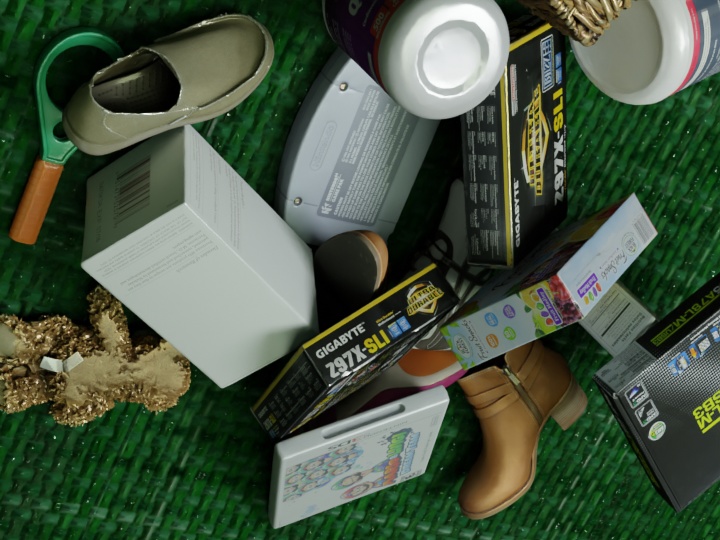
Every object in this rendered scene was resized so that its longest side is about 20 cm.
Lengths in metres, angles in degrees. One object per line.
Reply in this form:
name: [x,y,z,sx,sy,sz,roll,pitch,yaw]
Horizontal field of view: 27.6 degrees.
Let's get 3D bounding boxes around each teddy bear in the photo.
teddy bear: [-0.258,0.082,1.360,0.198,0.067,0.146,-13,114,-11]

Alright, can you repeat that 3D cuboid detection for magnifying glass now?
magnifying glass: [-0.259,-0.115,1.262,0.079,0.022,0.201,13,110,-32]

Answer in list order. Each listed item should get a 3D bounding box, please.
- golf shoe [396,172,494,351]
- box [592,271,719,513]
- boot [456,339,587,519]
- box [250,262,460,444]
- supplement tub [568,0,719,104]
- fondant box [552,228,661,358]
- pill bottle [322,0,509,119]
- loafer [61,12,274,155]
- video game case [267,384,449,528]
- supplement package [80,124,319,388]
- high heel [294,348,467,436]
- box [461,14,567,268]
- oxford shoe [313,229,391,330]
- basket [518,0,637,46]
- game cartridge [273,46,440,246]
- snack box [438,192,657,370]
golf shoe: [0.084,-0.001,1.459,0.094,0.078,0.201,-9,121,-21]
box: [0.341,0.110,1.417,0.200,0.048,0.194,-37,125,-5]
boot: [0.144,0.160,1.589,0.200,0.074,0.155,-51,129,-6]
box: [-0.008,0.081,1.384,0.159,0.050,0.200,-30,170,-26]
supplement tub: [0.302,-0.246,1.354,0.199,0.140,0.141,-26,129,-32]
fondant box: [0.266,0.051,1.500,0.144,0.200,0.058,35,100,-37]
pill bottle: [0.037,-0.212,1.231,0.112,0.200,0.113,-11,121,-19]
loafer: [-0.153,-0.159,1.226,0.199,0.068,0.076,-32,88,-22]
video game case: [-0.006,0.195,1.508,0.181,0.024,0.200,-18,155,-15]
supplement package: [-0.139,-0.011,1.301,0.117,0.117,0.200,-29,130,19]
high heel: [0.025,0.143,1.525,0.199,0.067,0.096,-22,133,-17]
box: [0.144,-0.122,1.350,0.160,0.049,0.202,-38,129,-58]
oxford shoe: [0.000,0.000,1.384,0.071,0.072,0.200,-34,171,-19]
basket: [0.174,-0.300,1.245,0.149,0.200,0.143,-47,130,5]
game cartridge: [-0.003,-0.115,1.376,0.133,0.040,0.201,10,114,-34]
snack box: [0.178,0.009,1.370,0.142,0.200,0.053,-29,96,38]
